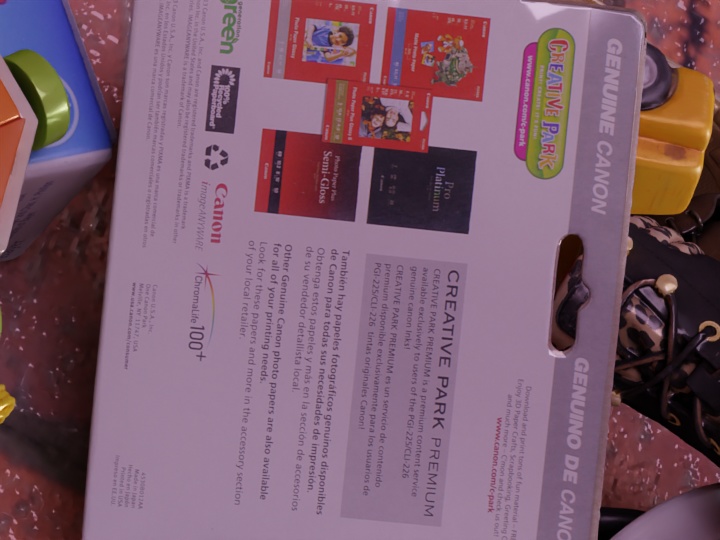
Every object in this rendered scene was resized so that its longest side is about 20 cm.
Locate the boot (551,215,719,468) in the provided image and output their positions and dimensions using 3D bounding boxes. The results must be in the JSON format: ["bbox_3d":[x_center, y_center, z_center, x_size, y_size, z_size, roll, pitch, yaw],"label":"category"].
[{"bbox_3d":[0.130,0.048,0.893,0.150,0.074,0.200,31,22,15],"label":"boot"}]

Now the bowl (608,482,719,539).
[{"bbox_3d":[0.148,0.182,0.920,0.200,0.090,0.203,-10,108,-33],"label":"bowl"}]

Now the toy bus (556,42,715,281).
[{"bbox_3d":[0.030,-0.050,0.981,0.198,0.065,0.079,10,61,-1],"label":"toy bus"}]

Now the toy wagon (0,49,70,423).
[{"bbox_3d":[-0.163,-0.038,0.804,0.155,0.040,0.201,-28,86,-33],"label":"toy wagon"}]

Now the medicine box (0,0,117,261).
[{"bbox_3d":[-0.213,-0.085,0.881,0.199,0.103,0.183,-14,77,-33],"label":"medicine box"}]

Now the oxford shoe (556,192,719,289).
[{"bbox_3d":[0.108,0.001,1.033,0.199,0.084,0.073,-13,78,-30],"label":"oxford shoe"}]

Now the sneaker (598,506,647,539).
[{"bbox_3d":[0.118,0.130,0.980,0.199,0.090,0.071,12,65,-24],"label":"sneaker"}]

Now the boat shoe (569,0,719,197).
[{"bbox_3d":[0.079,-0.089,1.061,0.199,0.074,0.069,26,36,-23],"label":"boat shoe"}]

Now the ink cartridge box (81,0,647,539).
[{"bbox_3d":[0.000,0.000,0.899,0.174,0.084,0.202,6,92,-3],"label":"ink cartridge box"}]
